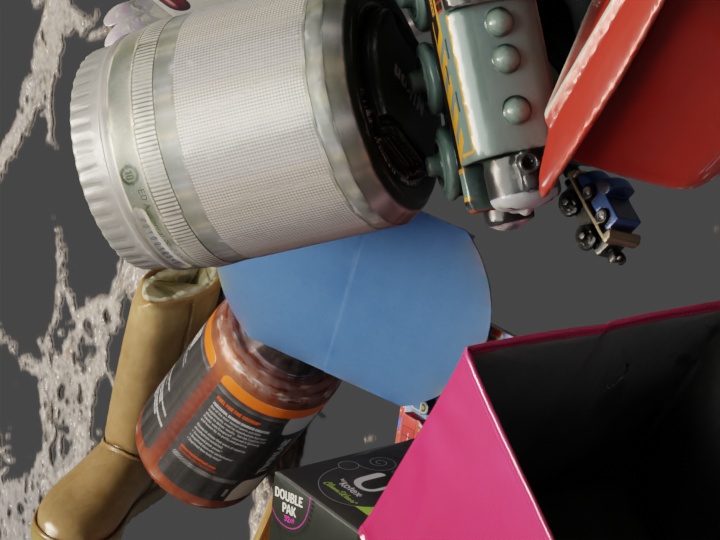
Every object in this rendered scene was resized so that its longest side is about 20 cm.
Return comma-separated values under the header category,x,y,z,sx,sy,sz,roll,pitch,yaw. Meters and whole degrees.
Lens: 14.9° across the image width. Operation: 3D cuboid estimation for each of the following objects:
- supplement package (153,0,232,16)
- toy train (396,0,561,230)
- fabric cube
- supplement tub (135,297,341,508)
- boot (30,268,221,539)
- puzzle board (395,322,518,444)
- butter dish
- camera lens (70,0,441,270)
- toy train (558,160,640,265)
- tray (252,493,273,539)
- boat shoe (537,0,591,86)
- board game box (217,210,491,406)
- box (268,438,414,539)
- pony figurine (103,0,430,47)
category,x,y,z,sx,sy,sz,roll,pitch,yaw
supplement package,-0.049,-0.259,1.753,0.199,0.111,0.156,-9,62,33
toy train,0.075,-0.124,1.640,0.114,0.085,0.201,156,104,-81
fabric cube,0.145,0.163,1.576,0.197,0.199,0.200,65,149,29
supplement tub,-0.080,0.082,1.995,0.200,0.107,0.107,-51,52,44
boot,-0.180,0.103,2.099,0.066,0.175,0.201,24,118,13
puzzle board,0.068,0.130,1.863,0.151,0.017,0.201,27,114,52
butter dish,0.207,-0.130,1.553,0.200,0.147,0.200,-60,2,40
camera lens,-0.060,-0.090,1.713,0.199,0.160,0.161,-13,79,20
toy train,0.130,-0.088,1.751,0.046,0.034,0.200,-45,54,31
tray,-0.059,0.265,2.036,0.099,0.037,0.200,53,133,39
boat shoe,0.113,-0.173,1.731,0.073,0.062,0.200,-44,57,25
board game box,0.000,0.000,1.852,0.199,0.039,0.158,24,128,11
box,0.023,0.237,1.815,0.148,0.124,0.201,31,122,46
pony figurine,-0.051,-0.144,1.875,0.200,0.193,0.167,-34,74,48
